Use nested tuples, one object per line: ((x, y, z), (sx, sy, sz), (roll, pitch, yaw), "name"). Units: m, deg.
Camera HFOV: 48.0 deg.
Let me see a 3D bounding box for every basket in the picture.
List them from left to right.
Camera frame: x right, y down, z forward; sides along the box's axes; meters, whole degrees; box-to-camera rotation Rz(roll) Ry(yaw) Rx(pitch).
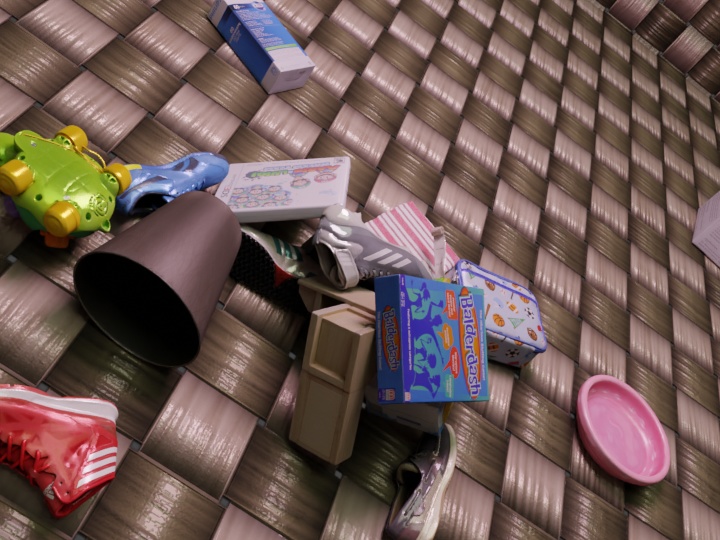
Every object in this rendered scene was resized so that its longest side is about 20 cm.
((-0.241, -0.006, 1.040), (0.180, 0.136, 0.201), (41, 35, -12), "basket")

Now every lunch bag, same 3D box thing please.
((0.223, 0.069, 1.386), (0.197, 0.076, 0.163), (24, 43, -25), "lunch bag")

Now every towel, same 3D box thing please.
((0.076, -0.034, 1.401), (0.147, 0.030, 0.199), (51, 43, 10), "towel")

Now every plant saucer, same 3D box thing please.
((0.445, 0.281, 1.399), (0.197, 0.051, 0.203), (22, 43, -22), "plant saucer")

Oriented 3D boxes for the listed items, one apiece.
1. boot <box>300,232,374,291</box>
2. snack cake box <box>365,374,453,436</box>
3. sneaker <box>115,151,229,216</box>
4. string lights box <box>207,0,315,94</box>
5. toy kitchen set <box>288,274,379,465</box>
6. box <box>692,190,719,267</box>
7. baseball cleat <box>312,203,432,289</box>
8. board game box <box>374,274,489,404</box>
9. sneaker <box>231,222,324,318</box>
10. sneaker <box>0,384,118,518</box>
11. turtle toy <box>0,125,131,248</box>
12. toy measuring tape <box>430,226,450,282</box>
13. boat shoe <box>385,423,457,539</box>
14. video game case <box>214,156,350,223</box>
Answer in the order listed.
((0.002, -0.002, 1.211), (0.158, 0.079, 0.211), (48, 7, 10), "boot")
((0.095, 0.125, 1.171), (0.113, 0.068, 0.202), (14, 50, 21), "snack cake box")
((-0.265, -0.116, 1.160), (0.198, 0.067, 0.079), (-17, 58, -40), "sneaker")
((-0.185, -0.430, 1.514), (0.102, 0.059, 0.201), (-25, 72, -48), "string lights box")
((-0.025, 0.119, 1.104), (0.161, 0.185, 0.198), (21, 18, 30), "toy kitchen set")
((0.989, -0.093, 2.108), (0.198, 0.131, 0.200), (42, 40, 0), "box")
((0.013, -0.005, 1.121), (0.198, 0.069, 0.108), (33, 64, -23), "baseball cleat")
((0.096, 0.093, 1.043), (0.198, 0.044, 0.156), (9, 76, -51), "board game box")
((-0.123, -0.012, 1.197), (0.198, 0.071, 0.094), (34, 25, -10), "sneaker")
((-0.339, 0.188, 0.826), (0.196, 0.079, 0.117), (7, 49, -33), "sneaker")
((-0.397, -0.109, 1.023), (0.199, 0.101, 0.146), (40, 39, -2), "turtle toy")
((0.115, 0.018, 1.323), (0.072, 0.073, 0.205), (12, 70, -30), "toy measuring tape")
((0.080, 0.279, 1.089), (0.064, 0.072, 0.202), (34, 46, -14), "boat shoe")
((-0.116, -0.122, 1.207), (0.195, 0.024, 0.183), (-3, 29, 4), "video game case")
